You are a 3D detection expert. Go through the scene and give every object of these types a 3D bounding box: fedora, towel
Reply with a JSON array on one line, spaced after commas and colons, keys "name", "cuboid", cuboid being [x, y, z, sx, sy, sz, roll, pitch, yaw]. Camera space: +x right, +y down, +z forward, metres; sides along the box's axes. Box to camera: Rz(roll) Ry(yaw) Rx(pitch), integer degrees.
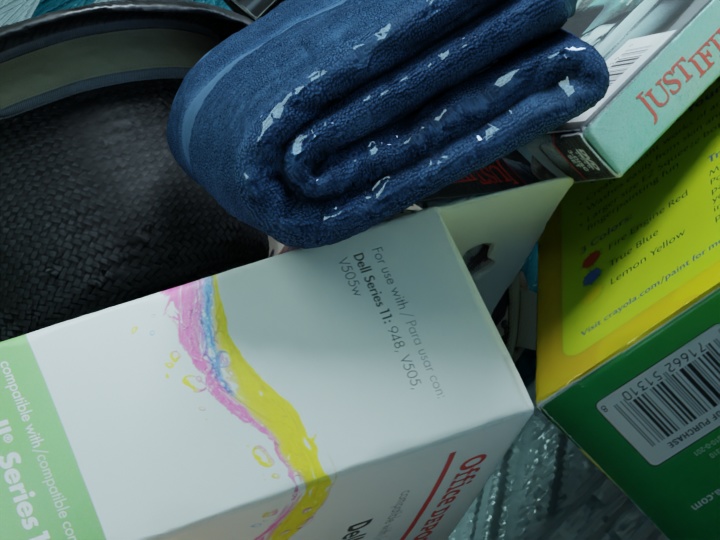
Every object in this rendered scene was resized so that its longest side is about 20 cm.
[{"name": "fedora", "cuboid": [-0.105, -0.009, 0.872, 0.200, 0.200, 0.092, -35, 65, 25]}, {"name": "towel", "cuboid": [-0.001, -0.057, 0.732, 0.112, 0.049, 0.200, -30, 12, -5]}]

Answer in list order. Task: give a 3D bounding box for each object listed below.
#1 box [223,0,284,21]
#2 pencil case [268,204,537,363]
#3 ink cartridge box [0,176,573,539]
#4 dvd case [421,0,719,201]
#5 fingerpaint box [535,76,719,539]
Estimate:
[{"name": "box", "cuboid": [0.030, -0.166, 1.047, 0.200, 0.050, 0.158, -43, 19, 1]}, {"name": "pencil case", "cuboid": [0.000, 0.000, 0.926, 0.200, 0.089, 0.078, -139, 66, -71]}, {"name": "ink cartridge box", "cuboid": [-0.028, 0.049, 0.697, 0.200, 0.067, 0.117, -18, -19, -18]}, {"name": "dvd case", "cuboid": [0.071, -0.075, 0.788, 0.146, 0.022, 0.200, -45, 15, -20]}, {"name": "fingerpaint box", "cuboid": [0.148, -0.036, 0.709, 0.200, 0.073, 0.167, -36, 23, 22]}]
